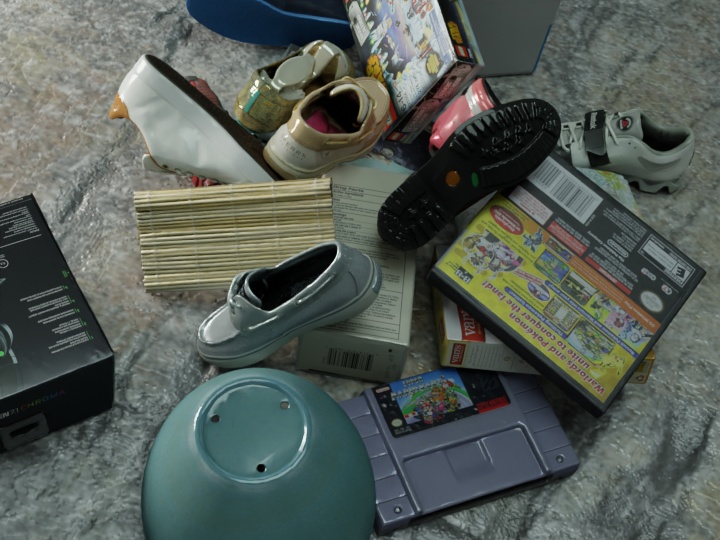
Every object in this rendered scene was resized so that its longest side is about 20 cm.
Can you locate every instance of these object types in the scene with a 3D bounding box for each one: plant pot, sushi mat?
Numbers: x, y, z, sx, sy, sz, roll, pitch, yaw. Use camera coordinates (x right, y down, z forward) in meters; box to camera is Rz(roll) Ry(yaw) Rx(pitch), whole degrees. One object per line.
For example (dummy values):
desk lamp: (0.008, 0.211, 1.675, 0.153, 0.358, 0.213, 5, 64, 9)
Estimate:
plant pot: (-0.083, 0.158, 1.029, 0.198, 0.135, 0.202, 1, 57, -2)
sushi mat: (-0.114, -0.031, 1.163, 0.198, 0.097, 0.012, -3, 13, 18)

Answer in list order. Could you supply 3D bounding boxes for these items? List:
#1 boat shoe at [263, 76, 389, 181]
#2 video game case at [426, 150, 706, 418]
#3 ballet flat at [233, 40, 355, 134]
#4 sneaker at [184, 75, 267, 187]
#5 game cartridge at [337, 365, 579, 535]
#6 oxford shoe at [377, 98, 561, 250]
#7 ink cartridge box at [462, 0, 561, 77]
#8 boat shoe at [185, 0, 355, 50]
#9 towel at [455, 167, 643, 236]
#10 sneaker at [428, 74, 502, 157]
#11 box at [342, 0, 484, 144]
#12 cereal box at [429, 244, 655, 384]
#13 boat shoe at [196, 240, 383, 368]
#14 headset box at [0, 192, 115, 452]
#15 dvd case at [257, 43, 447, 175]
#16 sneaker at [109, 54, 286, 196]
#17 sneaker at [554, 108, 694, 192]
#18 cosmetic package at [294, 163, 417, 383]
boat shoe: (-0.016, -0.148, 1.229, 0.074, 0.069, 0.200, 40, 38, 3)
video game case: (0.190, 0.004, 1.172, 0.200, 0.026, 0.181, 39, 66, 7)
ballet flat: (-0.054, -0.198, 1.294, 0.070, 0.071, 0.200, 34, 40, 13)
sneaker: (-0.130, -0.112, 1.269, 0.097, 0.071, 0.202, -11, 60, -18)
game cartridge: (0.084, 0.149, 1.150, 0.198, 0.038, 0.130, -14, 63, -20)
oxford shoe: (0.095, -0.093, 1.179, 0.199, 0.084, 0.073, -33, 93, -4)
ink cartridge box: (0.120, -0.340, 1.436, 0.145, 0.147, 0.201, -6, 56, -16)
boat shoe: (-0.097, -0.290, 1.407, 0.198, 0.084, 0.069, 11, 56, -24)
towel: (0.190, -0.050, 1.279, 0.198, 0.049, 0.172, 7, 32, -7)
sneaker: (0.104, -0.145, 1.286, 0.086, 0.200, 0.074, -35, 88, 8)
box: (0.049, -0.253, 1.325, 0.040, 0.137, 0.202, 4, 58, -34)
cereal box: (0.169, 0.040, 1.219, 0.198, 0.040, 0.145, 6, 38, -8)
boat shoe: (-0.077, 0.023, 1.116, 0.071, 0.200, 0.071, 41, 38, -38)
headset box: (-0.322, 0.058, 1.093, 0.173, 0.093, 0.201, -22, 62, -25)
dvd case: (-0.013, -0.153, 1.353, 0.198, 0.022, 0.147, 23, 54, 6)
sneaker: (-0.147, -0.106, 1.194, 0.200, 0.085, 0.073, 41, 13, 3)
sneaker: (0.259, -0.141, 1.361, 0.198, 0.089, 0.075, 4, 55, -7)
cosmetic package: (0.000, 0.000, 1.214, 0.104, 0.071, 0.201, 10, 54, -2)
